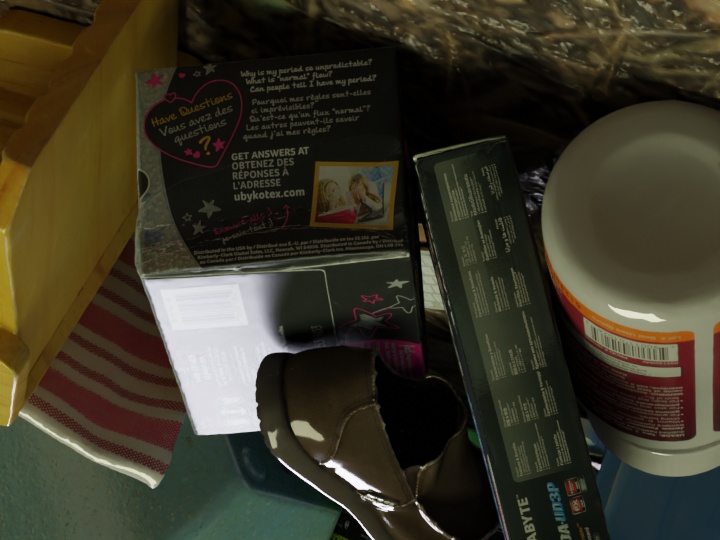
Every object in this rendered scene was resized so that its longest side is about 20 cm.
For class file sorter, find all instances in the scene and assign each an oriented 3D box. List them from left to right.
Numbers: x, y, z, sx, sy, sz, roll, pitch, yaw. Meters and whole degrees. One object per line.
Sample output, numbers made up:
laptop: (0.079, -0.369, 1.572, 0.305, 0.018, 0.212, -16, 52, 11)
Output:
file sorter: (0.226, 0.144, 1.350, 0.122, 0.140, 0.200, 2, 149, 40)

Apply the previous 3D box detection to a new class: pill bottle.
pill bottle: (0.142, 0.016, 1.179, 0.109, 0.110, 0.200, 19, 158, 16)

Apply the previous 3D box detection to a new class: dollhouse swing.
dollhouse swing: (-0.185, -0.063, 1.251, 0.180, 0.201, 0.176, 16, 148, 23)

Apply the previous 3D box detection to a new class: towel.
towel: (-0.138, 0.008, 1.368, 0.146, 0.201, 0.030, 28, 136, -6)

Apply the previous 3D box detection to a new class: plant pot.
plant pot: (-0.129, 0.129, 1.501, 0.199, 0.198, 0.195, -31, 154, 20)

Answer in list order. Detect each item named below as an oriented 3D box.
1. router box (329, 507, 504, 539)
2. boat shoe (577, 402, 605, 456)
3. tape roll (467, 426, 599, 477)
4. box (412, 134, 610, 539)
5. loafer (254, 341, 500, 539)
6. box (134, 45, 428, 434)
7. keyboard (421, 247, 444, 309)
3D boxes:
router box: (0.035, 0.168, 1.568, 0.149, 0.063, 0.200, 19, 177, -27)
boat shoe: (0.105, 0.066, 1.411, 0.073, 0.064, 0.201, 11, 171, 4)
tape roll: (0.094, 0.126, 1.489, 0.199, 0.049, 0.200, 18, 177, 1)
box: (0.071, 0.048, 1.191, 0.046, 0.202, 0.159, -14, 174, 1)
loafer: (0.025, 0.092, 1.263, 0.071, 0.074, 0.200, -16, 153, 26)
box: (-0.036, -0.011, 1.260, 0.131, 0.116, 0.200, -5, 154, 2)
keyboard: (0.000, 0.000, 1.441, 0.199, 0.011, 0.056, 6, 151, 41)
